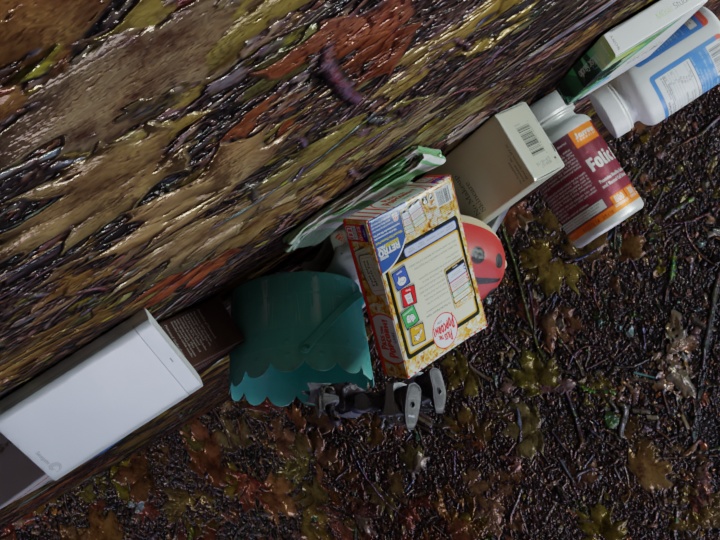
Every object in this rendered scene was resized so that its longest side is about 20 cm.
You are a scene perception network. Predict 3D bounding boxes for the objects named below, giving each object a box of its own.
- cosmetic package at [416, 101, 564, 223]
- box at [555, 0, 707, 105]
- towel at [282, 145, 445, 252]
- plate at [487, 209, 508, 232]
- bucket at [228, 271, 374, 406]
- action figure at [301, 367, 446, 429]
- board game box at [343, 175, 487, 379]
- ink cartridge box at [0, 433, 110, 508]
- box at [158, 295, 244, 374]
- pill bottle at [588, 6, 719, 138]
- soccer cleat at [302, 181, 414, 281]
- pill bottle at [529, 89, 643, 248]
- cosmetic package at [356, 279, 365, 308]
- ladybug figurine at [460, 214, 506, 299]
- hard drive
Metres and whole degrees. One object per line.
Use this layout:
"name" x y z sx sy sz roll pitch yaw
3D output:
"cosmetic package" 0.166 -0.126 1.576 0.073 0.104 0.200 -26 171 -41
"box" 0.338 -0.284 1.493 0.143 0.037 0.200 -32 175 -11
"towel" 0.007 -0.085 1.411 0.199 0.024 0.152 -34 176 15
"plate" 0.130 -0.048 1.731 0.199 0.032 0.200 -8 -139 46
"bucket" -0.081 0.093 1.559 0.204 0.137 0.207 -4 162 -1
"action figure" 0.011 0.165 1.464 0.129 0.070 0.199 -1 173 -42
"board game box" 0.069 0.006 1.421 0.151 0.202 0.046 -28 -159 -37
"ink cartridge box" -0.380 0.209 1.495 0.146 0.085 0.199 -35 176 35
"box" -0.246 0.110 1.442 0.100 0.075 0.199 -37 172 38
"pill bottle" 0.431 -0.281 1.698 0.199 0.113 0.112 -32 176 6
"soccer cleat" 0.002 -0.045 1.558 0.077 0.070 0.200 23 124 -32
"pill bottle" 0.296 -0.144 1.646 0.113 0.201 0.114 -32 176 -2
"cosmetic package" 0.000 0.000 1.663 0.200 0.050 0.083 -46 -148 34
"ladybug figurine" 0.114 -0.003 1.538 0.198 0.072 0.137 -5 119 -29
"hard drive" -0.287 0.139 1.293 0.199 0.027 0.132 -32 136 -2
